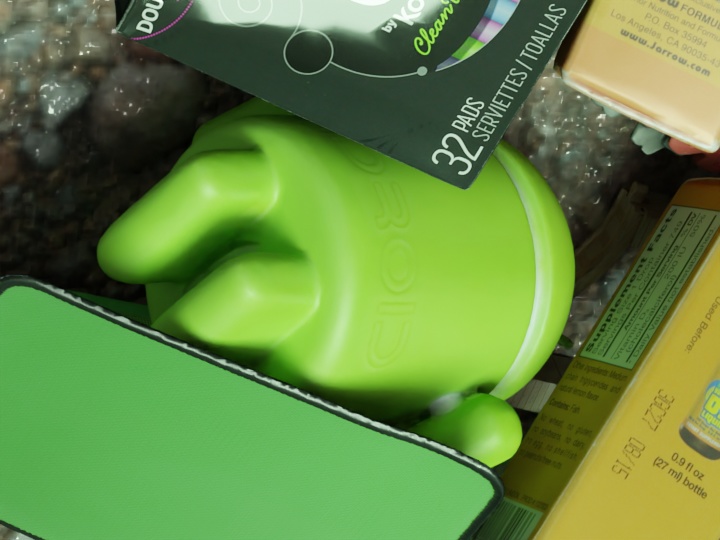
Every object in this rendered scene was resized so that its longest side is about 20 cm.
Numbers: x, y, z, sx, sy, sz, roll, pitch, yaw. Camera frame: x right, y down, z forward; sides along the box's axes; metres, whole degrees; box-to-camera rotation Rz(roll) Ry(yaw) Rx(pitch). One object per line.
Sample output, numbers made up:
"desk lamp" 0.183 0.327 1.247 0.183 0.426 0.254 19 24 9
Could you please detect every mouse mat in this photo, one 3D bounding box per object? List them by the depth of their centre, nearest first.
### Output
"mouse mat" -0.062 0.077 1.058 0.199 0.008 0.161 22 142 -11

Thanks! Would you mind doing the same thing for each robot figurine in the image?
"robot figurine" 0.000 0.000 1.081 0.199 0.176 0.116 -1 149 -46

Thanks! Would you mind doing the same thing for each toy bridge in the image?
"toy bridge" 0.078 0.047 1.205 0.067 0.027 0.201 13 118 -19

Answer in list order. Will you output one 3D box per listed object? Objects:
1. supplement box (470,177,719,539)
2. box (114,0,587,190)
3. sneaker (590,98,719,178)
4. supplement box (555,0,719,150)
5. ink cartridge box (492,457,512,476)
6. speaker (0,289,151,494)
"supplement box" 0.108 0.065 1.081 0.066 0.069 0.200 35 85 -18
"box" 0.018 -0.161 1.006 0.148 0.124 0.200 23 114 -19
"sneaker" 0.177 -0.059 1.137 0.098 0.071 0.200 -42 119 16
"supplement box" 0.141 -0.147 1.034 0.069 0.067 0.201 24 97 -1
"ink cartridge box" 0.110 0.176 1.213 0.067 0.116 0.200 -29 135 -10
"speaker" -0.075 0.059 1.144 0.199 0.089 0.089 12 117 -19
